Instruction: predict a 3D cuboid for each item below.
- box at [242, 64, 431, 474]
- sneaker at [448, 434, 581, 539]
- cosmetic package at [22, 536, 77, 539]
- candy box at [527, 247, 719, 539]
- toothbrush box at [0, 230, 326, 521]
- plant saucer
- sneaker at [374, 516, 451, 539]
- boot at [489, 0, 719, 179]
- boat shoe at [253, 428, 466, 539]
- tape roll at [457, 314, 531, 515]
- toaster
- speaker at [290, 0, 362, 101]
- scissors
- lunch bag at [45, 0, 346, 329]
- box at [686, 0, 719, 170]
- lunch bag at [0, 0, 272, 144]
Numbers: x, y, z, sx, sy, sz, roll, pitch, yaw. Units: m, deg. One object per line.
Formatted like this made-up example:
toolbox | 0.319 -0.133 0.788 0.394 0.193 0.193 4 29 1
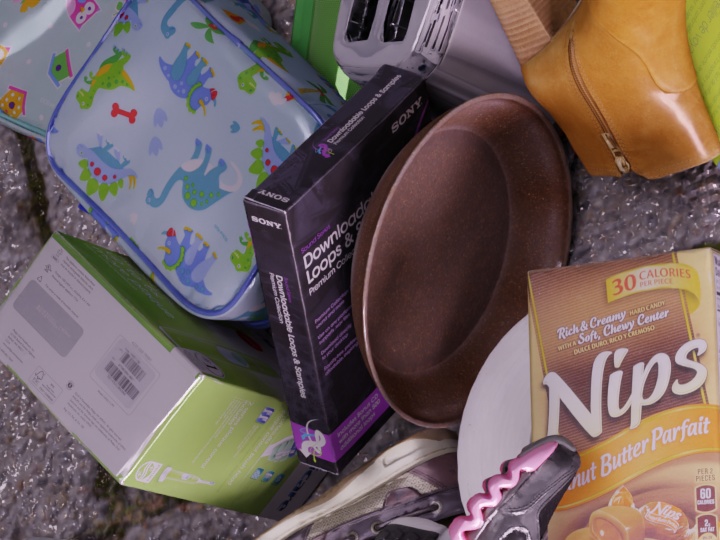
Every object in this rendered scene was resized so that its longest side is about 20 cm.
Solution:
box | 0.000 0.000 1.615 0.036 0.200 0.143 17 46 32
sneaker | 0.073 0.185 1.506 0.095 0.079 0.200 34 96 7
cosmetic package | -0.148 0.271 1.646 0.200 0.165 0.165 2 113 29
candy box | 0.156 0.095 1.535 0.115 0.055 0.200 -8 76 28
toothbrush box | -0.113 0.068 1.686 0.146 0.200 0.086 43 99 29
plant saucer | 0.053 -0.009 1.614 0.037 0.200 0.201 17 87 37
sneaker | 0.078 0.225 1.583 0.200 0.081 0.075 44 72 5
boot | 0.170 -0.125 1.556 0.201 0.144 0.071 -14 27 51
boat shoe | -0.010 0.175 1.681 0.200 0.072 0.065 -38 59 10
tape roll | 0.160 0.108 1.603 0.202 0.071 0.203 -7 75 28
toaster | 0.066 -0.163 1.667 0.114 0.129 0.200 8 81 53
speaker | 0.002 -0.147 1.739 0.088 0.088 0.200 2 80 29
scissors | 0.128 -0.071 1.693 0.073 0.014 0.200 2 78 27
lunch bag | -0.092 -0.071 1.685 0.200 0.082 0.161 44 108 29
box | 0.238 -0.092 1.569 0.048 0.122 0.200 -27 70 -26
lunch bag | -0.165 -0.152 1.834 0.200 0.077 0.161 25 92 29
